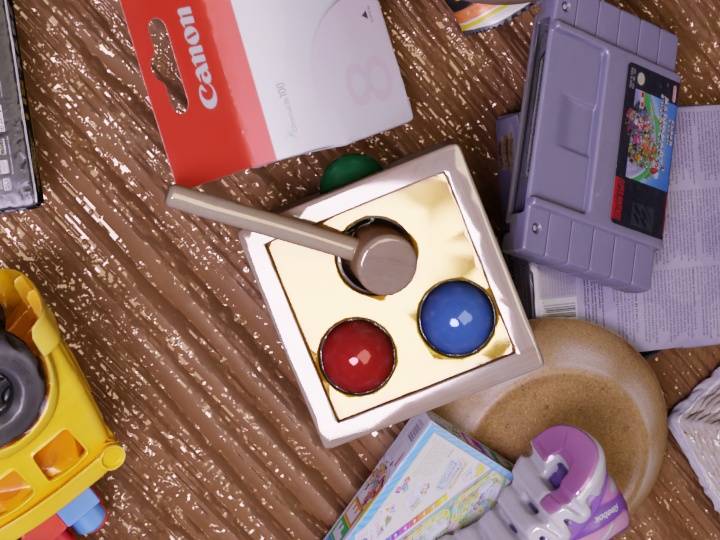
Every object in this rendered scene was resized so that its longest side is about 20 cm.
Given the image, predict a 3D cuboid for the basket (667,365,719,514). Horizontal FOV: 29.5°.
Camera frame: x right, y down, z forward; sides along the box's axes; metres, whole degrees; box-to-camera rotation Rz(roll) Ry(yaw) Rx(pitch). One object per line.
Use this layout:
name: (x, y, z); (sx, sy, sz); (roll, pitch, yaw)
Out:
basket: (0.391, 0.144, 1.075); (0.198, 0.161, 0.200); (-36, 104, -17)

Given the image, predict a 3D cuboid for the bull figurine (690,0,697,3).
bull figurine: (0.257, -0.268, 1.039); (0.065, 0.121, 0.200); (47, 75, -14)

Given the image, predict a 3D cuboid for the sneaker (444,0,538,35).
sneaker: (0.135, -0.263, 1.019); (0.200, 0.070, 0.090); (-40, 107, -14)

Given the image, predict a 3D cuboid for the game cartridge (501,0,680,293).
game cartridge: (0.171, -0.094, 0.988); (0.129, 0.038, 0.201); (15, 77, -27)

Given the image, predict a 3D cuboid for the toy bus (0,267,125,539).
toy bus: (-0.248, 0.126, 0.860); (0.200, 0.136, 0.193); (-36, 118, -15)

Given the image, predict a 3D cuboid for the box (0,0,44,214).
box: (-0.293, -0.127, 0.856); (0.159, 0.049, 0.201); (-9, 94, -6)

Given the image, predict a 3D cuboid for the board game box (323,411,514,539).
board game box: (0.041, 0.214, 0.978); (0.134, 0.034, 0.200); (34, 96, -17)

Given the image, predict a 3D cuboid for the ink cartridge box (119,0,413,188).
ink cartridge box: (-0.059, -0.154, 0.917); (0.200, 0.057, 0.163); (-25, 101, -51)

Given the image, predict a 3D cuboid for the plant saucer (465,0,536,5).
plant saucer: (0.092, -0.281, 0.980); (0.199, 0.029, 0.201); (3, 66, -6)

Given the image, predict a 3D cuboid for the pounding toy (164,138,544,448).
pounding toy: (0.000, 0.000, 0.911); (0.183, 0.142, 0.201); (-22, 96, 5)

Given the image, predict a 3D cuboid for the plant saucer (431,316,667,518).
plant saucer: (0.140, 0.135, 1.013); (0.199, 0.035, 0.201); (-3, 106, -11)

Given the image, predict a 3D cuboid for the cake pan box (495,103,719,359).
cake pan box: (0.200, -0.026, 1.059); (0.183, 0.052, 0.201); (-7, 93, -18)

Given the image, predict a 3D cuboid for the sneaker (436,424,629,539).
sneaker: (0.108, 0.202, 0.935); (0.200, 0.081, 0.088); (-46, 127, 7)
